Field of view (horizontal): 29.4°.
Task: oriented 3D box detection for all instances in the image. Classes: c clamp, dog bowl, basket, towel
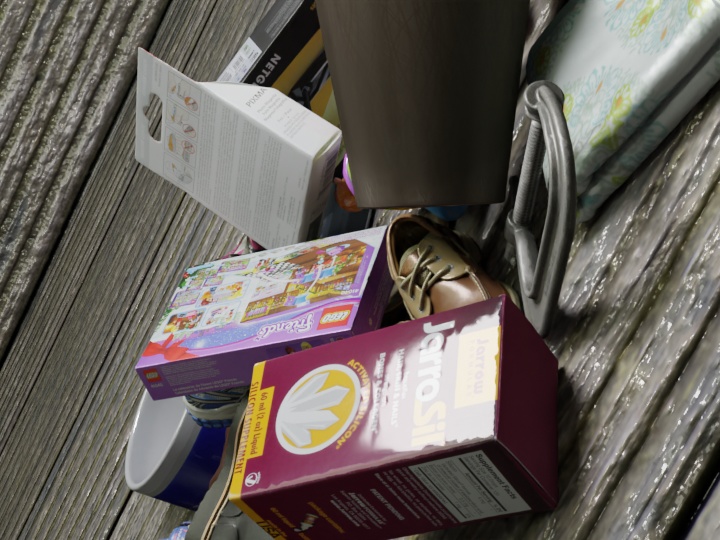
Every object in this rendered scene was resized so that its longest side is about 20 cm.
[{"bbox_3d":[0.116,-0.049,0.927,0.201,0.027,0.173,95,174,-58],"label":"c clamp"},{"bbox_3d":[-0.177,0.153,1.482,0.200,0.078,0.201,-51,25,35],"label":"dog bowl"},{"bbox_3d":[0.050,-0.149,1.019,0.136,0.178,0.203,-28,-65,-82],"label":"basket"},{"bbox_3d":[0.185,-0.153,0.943,0.200,0.048,0.172,-52,24,36],"label":"towel"}]

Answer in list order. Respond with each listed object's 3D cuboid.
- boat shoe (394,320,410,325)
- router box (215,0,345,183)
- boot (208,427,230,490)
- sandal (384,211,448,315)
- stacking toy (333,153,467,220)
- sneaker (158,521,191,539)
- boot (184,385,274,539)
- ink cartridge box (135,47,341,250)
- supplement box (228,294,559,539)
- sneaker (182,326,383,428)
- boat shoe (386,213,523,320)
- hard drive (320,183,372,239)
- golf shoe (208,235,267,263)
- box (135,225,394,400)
[{"bbox_3d":[0.034,0.097,1.022,0.072,0.064,0.201,-56,22,24],"label":"boat shoe"},{"bbox_3d":[-0.020,-0.202,1.307,0.201,0.157,0.052,-52,34,9],"label":"router box"},{"bbox_3d":[-0.086,0.119,1.276,0.186,0.064,0.202,-32,42,51],"label":"boot"},{"bbox_3d":[0.000,0.000,1.209,0.199,0.054,0.081,-22,47,45],"label":"sandal"},{"bbox_3d":[0.025,-0.089,1.189,0.111,0.115,0.200,-62,12,-23],"label":"stacking toy"},{"bbox_3d":[-0.136,0.260,1.253,0.200,0.078,0.076,-40,32,51],"label":"sneaker"},{"bbox_3d":[-0.045,0.176,1.099,0.137,0.077,0.202,22,90,37],"label":"boot"},{"bbox_3d":[-0.118,-0.114,1.281,0.057,0.199,0.163,-43,-19,-33],"label":"ink cartridge box"},{"bbox_3d":[0.023,0.104,0.892,0.198,0.086,0.111,-17,45,28],"label":"supplement box"},{"bbox_3d":[-0.076,0.077,1.195,0.198,0.086,0.078,-18,39,14],"label":"sneaker"},{"bbox_3d":[0.059,0.014,1.027,0.076,0.073,0.200,-53,22,10],"label":"boat shoe"},{"bbox_3d":[-0.032,-0.037,1.389,0.139,0.033,0.202,-35,37,56],"label":"hard drive"},{"bbox_3d":[-0.117,0.017,1.347,0.200,0.072,0.092,-47,-7,-37],"label":"golf shoe"},{"bbox_3d":[-0.074,0.035,1.129,0.198,0.039,0.137,-11,33,24],"label":"box"}]
